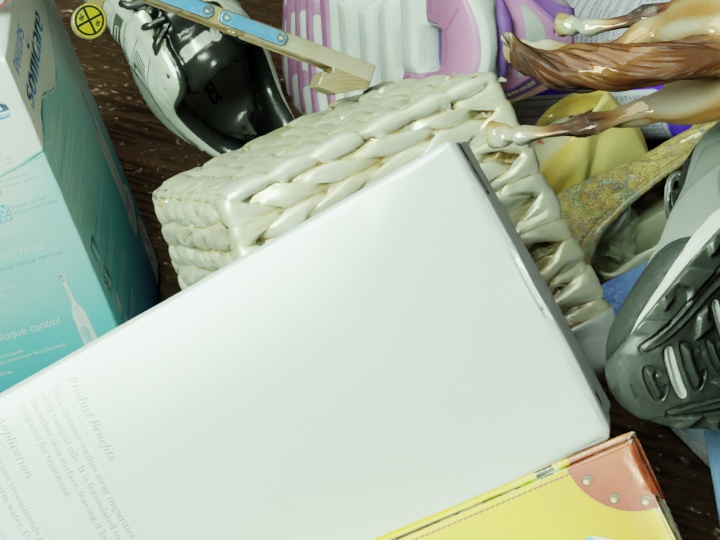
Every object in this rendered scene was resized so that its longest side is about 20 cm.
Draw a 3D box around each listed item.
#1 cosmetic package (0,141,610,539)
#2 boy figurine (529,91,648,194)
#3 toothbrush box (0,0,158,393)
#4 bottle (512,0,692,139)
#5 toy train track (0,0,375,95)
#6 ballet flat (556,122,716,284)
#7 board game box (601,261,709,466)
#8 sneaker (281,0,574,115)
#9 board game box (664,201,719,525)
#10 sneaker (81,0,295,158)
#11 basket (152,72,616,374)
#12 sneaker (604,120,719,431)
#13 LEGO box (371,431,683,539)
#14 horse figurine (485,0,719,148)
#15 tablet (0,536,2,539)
[{"bbox_3d":[-0.025,0.049,0.768,0.199,0.113,0.081,-27,0,5],"label":"cosmetic package"},{"bbox_3d":[0.037,-0.036,1.064,0.198,0.065,0.125,-10,28,18],"label":"boy figurine"},{"bbox_3d":[-0.162,-0.037,1.036,0.085,0.201,0.147,-15,34,4],"label":"toothbrush box"},{"bbox_3d":[0.088,-0.099,1.128,0.199,0.066,0.084,-2,31,24],"label":"bottle"},{"bbox_3d":[-0.092,-0.104,0.940,0.199,0.033,0.115,19,-1,-12],"label":"toy train track"},{"bbox_3d":[0.166,-0.038,1.003,0.199,0.071,0.071,-29,34,-6],"label":"ballet flat"},{"bbox_3d":[0.223,0.025,0.901,0.198,0.044,0.200,-27,34,-11],"label":"board game box"},{"bbox_3d":[0.032,-0.109,1.075,0.088,0.081,0.200,-8,11,-30],"label":"sneaker"},{"bbox_3d":[0.195,0.027,0.816,0.199,0.062,0.200,-22,34,-1],"label":"board game box"},{"bbox_3d":[-0.086,-0.126,1.025,0.076,0.200,0.088,-41,40,-5],"label":"sneaker"},{"bbox_3d":[0.000,0.000,0.910,0.135,0.124,0.200,-25,7,-11],"label":"basket"},{"bbox_3d":[0.137,-0.010,0.790,0.079,0.074,0.200,-2,30,41],"label":"sneaker"},{"bbox_3d":[0.027,0.163,0.706,0.199,0.077,0.150,-22,63,-5],"label":"LEGO box"},{"bbox_3d":[0.122,-0.085,0.813,0.132,0.050,0.200,-8,12,28],"label":"horse figurine"},{"bbox_3d":[-0.165,0.137,0.824,0.129,0.014,0.201,-16,34,4],"label":"tablet"}]
